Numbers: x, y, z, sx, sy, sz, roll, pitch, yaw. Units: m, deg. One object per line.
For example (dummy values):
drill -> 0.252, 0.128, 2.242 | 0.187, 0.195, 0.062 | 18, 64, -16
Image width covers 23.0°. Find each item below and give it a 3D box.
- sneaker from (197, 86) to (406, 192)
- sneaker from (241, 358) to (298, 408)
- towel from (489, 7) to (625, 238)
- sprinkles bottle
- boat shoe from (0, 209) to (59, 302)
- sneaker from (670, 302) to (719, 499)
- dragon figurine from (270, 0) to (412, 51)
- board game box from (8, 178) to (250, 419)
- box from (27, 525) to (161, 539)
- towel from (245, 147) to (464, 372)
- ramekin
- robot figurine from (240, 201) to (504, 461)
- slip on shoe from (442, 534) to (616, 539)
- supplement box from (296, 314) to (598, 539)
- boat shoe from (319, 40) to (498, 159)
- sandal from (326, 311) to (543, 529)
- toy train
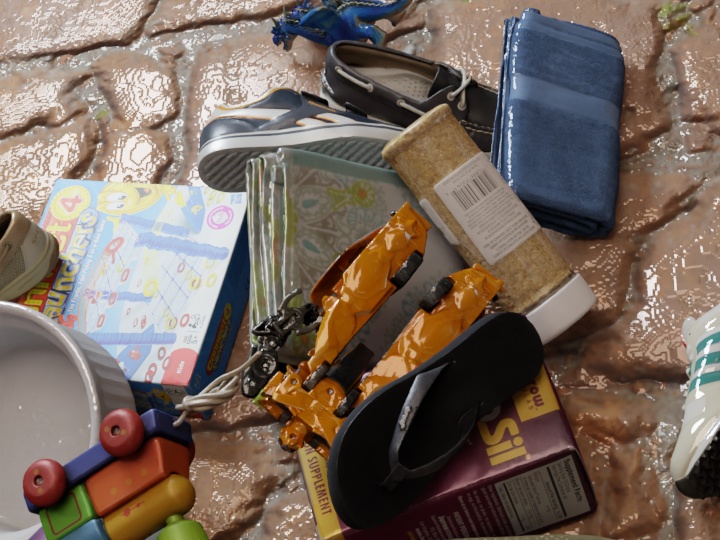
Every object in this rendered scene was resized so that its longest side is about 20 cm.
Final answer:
sneaker -> -0.035, -0.111, 1.477 | 0.200, 0.078, 0.079 | 2, 47, -4
sneaker -> -0.020, 0.034, 1.433 | 0.072, 0.083, 0.200 | 36, 78, -7
towel -> 0.167, -0.123, 1.490 | 0.112, 0.049, 0.200 | 16, 57, -13
sprinkles bottle -> 0.102, -0.035, 1.396 | 0.068, 0.068, 0.200 | -37, 90, -8
boat shoe -> -0.354, 0.018, 1.521 | 0.200, 0.065, 0.071 | -38, 44, 8
sneaker -> 0.274, 0.082, 1.334 | 0.093, 0.070, 0.200 | 15, 64, 46
dragon figurine -> -0.017, -0.232, 1.586 | 0.099, 0.200, 0.059 | 32, 69, -8
board game box -> -0.199, 0.020, 1.528 | 0.196, 0.056, 0.200 | 4, 59, 20
box -> -0.178, 0.284, 1.304 | 0.200, 0.123, 0.198 | -45, 54, -14
towel -> 0.000, 0.000, 1.393 | 0.048, 0.200, 0.171 | -28, 58, 51
ramekin -> -0.276, 0.129, 1.418 | 0.200, 0.098, 0.201 | -3, 82, 20
robot figurine -> 0.007, 0.056, 1.290 | 0.145, 0.058, 0.200 | 40, 74, 3
slip on shoe -> 0.139, 0.231, 1.277 | 0.200, 0.061, 0.074 | -1, 16, 6
supplement box -> 0.059, 0.140, 1.333 | 0.200, 0.103, 0.131 | -21, 52, 3
boat shoe -> 0.062, -0.152, 1.529 | 0.200, 0.060, 0.074 | 17, 46, 10
sandal -> 0.053, 0.099, 1.239 | 0.200, 0.076, 0.043 | -44, 16, -19
toy train -> -0.132, 0.153, 1.233 | 0.200, 0.085, 0.116 | -33, 62, 15
